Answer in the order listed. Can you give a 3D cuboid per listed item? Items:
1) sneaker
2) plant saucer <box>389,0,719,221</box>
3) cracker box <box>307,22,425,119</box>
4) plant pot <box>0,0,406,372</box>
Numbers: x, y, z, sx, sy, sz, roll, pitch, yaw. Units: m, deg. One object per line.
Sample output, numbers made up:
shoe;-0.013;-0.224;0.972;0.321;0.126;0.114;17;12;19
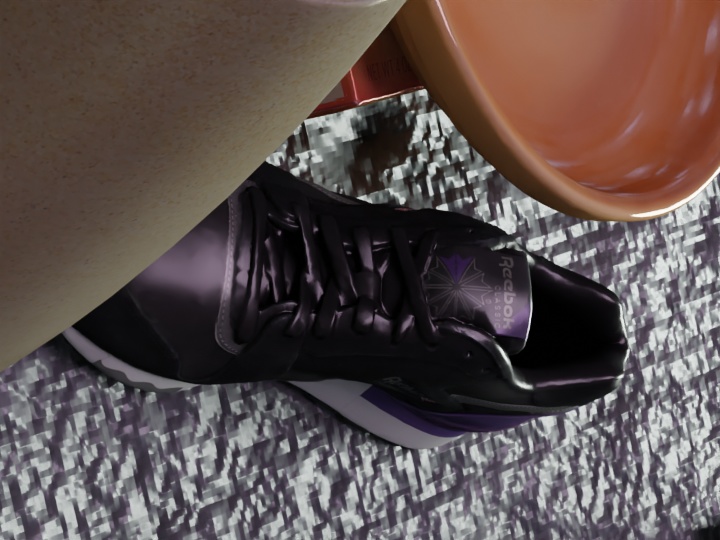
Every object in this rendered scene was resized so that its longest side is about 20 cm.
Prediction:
sneaker;0.000;0.000;0.832;0.200;0.087;0.076;16;71;-47
plant saucer;0.058;-0.113;0.875;0.200;0.037;0.201;14;72;-51
cracker box;-0.003;-0.152;0.882;0.134;0.057;0.201;-19;97;-51
plant pot;-0.076;-0.073;0.646;0.187;0.200;0.188;14;68;-40
